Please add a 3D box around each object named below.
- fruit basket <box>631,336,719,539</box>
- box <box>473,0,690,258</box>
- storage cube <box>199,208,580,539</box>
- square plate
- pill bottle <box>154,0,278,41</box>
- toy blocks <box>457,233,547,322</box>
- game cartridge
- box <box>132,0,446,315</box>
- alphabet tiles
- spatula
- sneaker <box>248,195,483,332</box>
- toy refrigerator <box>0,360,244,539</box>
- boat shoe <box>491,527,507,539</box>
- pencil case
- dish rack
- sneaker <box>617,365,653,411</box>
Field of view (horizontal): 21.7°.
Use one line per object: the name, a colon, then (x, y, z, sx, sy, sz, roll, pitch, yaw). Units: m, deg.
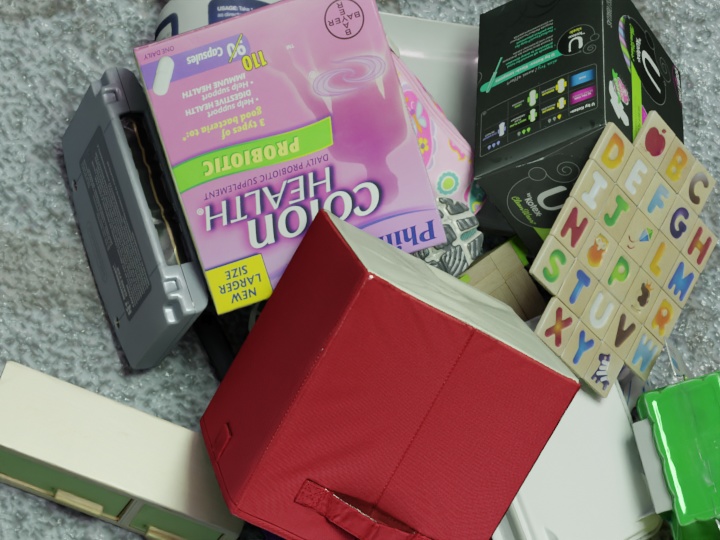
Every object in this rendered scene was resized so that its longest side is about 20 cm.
fruit basket: (0.273, 0.160, 1.483, 0.093, 0.200, 0.186, -16, 71, 7)
box: (0.180, -0.120, 1.536, 0.149, 0.124, 0.201, 47, 34, -37)
storage cube: (0.013, 0.089, 1.270, 0.170, 0.200, 0.180, 27, 99, -17)
square plate: (0.039, -0.126, 1.599, 0.197, 0.028, 0.201, 6, 65, -17)
pill bottle: (-0.105, -0.162, 1.509, 0.119, 0.120, 0.201, 5, 66, -18)
toy blocks: (0.092, 0.075, 1.499, 0.200, 0.100, 0.137, -34, 93, -37)
game cartridge: (-0.173, -0.035, 1.417, 0.040, 0.133, 0.201, -9, 71, -31)
box: (-0.051, -0.093, 1.367, 0.175, 0.097, 0.201, -17, 98, -1)
alphabet tiles: (0.204, -0.012, 1.435, 0.166, 0.006, 0.201, 41, 71, -38)
spatula: (-0.084, 0.117, 1.447, 0.056, 0.021, 0.201, -16, 73, -27)
sneaker: (0.000, 0.000, 1.472, 0.199, 0.080, 0.078, -26, 93, -7)
toy refrigerator: (-0.180, 0.143, 1.368, 0.199, 0.076, 0.070, 22, 61, -11)
boat shoe: (0.023, 0.180, 1.430, 0.199, 0.069, 0.074, 25, 52, -5)
pencil case: (0.024, -0.120, 1.485, 0.200, 0.087, 0.088, 50, 55, -27)
dish rack: (0.155, 0.137, 1.435, 0.171, 0.043, 0.201, -21, 89, -39)
sneaker: (0.205, 0.070, 1.555, 0.086, 0.075, 0.201, 21, 69, -18)
